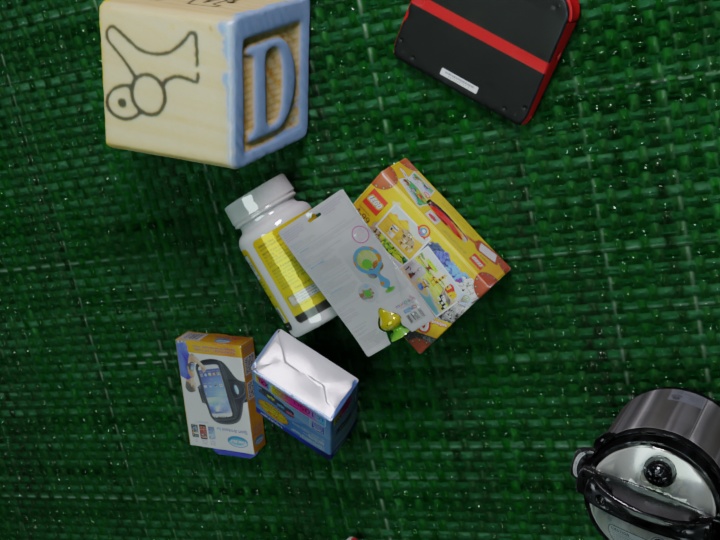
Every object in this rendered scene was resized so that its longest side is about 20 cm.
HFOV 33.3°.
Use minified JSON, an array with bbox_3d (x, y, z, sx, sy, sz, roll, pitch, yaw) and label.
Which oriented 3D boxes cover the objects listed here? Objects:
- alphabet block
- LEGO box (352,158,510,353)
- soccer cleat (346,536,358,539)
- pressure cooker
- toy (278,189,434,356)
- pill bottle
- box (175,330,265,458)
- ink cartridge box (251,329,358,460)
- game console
[{"bbox_3d":[-0.196,-0.255,1.548,0.199,0.196,0.196,13,112,24],"label":"alphabet block"},{"bbox_3d":[0.069,-0.019,1.563,0.200,0.077,0.149,47,123,6],"label":"LEGO box"},{"bbox_3d":[-0.027,0.488,1.811,0.085,0.069,0.201,7,116,22],"label":"soccer cleat"},{"bbox_3d":[0.358,0.249,1.435,0.176,0.200,0.179,-27,95,32],"label":"pressure cooker"},{"bbox_3d":[0.000,0.000,1.533,0.115,0.047,0.200,-32,96,30],"label":"toy"},{"bbox_3d":[-0.093,-0.022,1.628,0.114,0.114,0.200,-28,94,33],"label":"pill bottle"},{"bbox_3d":[-0.209,0.195,1.815,0.119,0.041,0.201,3,108,27],"label":"box"},{"bbox_3d":[-0.076,0.182,1.681,0.136,0.076,0.200,32,158,14],"label":"ink cartridge box"},{"bbox_3d":[0.150,-0.294,1.451,0.200,0.031,0.177,32,125,15],"label":"game console"}]
